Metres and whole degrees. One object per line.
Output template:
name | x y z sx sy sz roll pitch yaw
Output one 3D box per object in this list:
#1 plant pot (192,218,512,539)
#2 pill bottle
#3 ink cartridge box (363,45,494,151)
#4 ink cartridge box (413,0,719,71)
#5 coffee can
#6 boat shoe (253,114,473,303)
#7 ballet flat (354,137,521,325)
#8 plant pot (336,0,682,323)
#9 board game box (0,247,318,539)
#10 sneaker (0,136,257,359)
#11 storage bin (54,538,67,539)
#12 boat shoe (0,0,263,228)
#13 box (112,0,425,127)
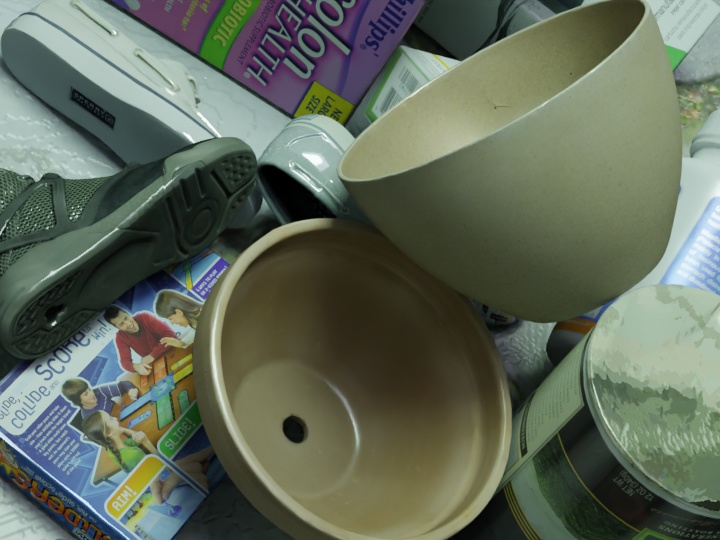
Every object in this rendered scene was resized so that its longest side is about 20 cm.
plant pot | -0.019 0.079 1.155 0.201 0.093 0.201 17 57 -28
pill bottle | 0.216 -0.002 1.305 0.112 0.112 0.200 34 76 -2
ink cartridge box | 0.112 -0.082 1.338 0.200 0.059 0.104 11 29 -36
ink cartridge box | 0.141 -0.195 1.460 0.200 0.083 0.147 39 50 3
coffee can | 0.154 0.120 1.181 0.146 0.200 0.146 12 54 -18
boat shoe | 0.000 -0.001 1.251 0.201 0.070 0.072 55 48 -8
ballet flat | 0.034 -0.032 1.310 0.200 0.072 0.072 31 51 -5
plant pot | 0.105 -0.049 1.149 0.200 0.200 0.135 -43 110 -39
board game box | -0.124 0.071 1.185 0.135 0.034 0.200 39 50 2
sneaker | -0.160 -0.037 1.185 0.199 0.076 0.114 -36 54 -25
storage bin | -0.163 0.231 1.004 0.134 0.146 0.200 -26 72 -47
boat shoe | -0.136 -0.107 1.281 0.200 0.072 0.066 34 55 9
box | -0.051 -0.215 1.321 0.200 0.176 0.097 32 50 -4
